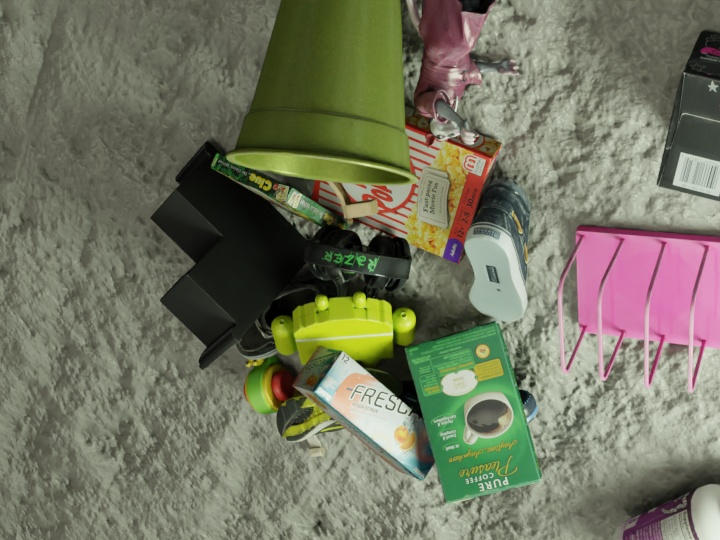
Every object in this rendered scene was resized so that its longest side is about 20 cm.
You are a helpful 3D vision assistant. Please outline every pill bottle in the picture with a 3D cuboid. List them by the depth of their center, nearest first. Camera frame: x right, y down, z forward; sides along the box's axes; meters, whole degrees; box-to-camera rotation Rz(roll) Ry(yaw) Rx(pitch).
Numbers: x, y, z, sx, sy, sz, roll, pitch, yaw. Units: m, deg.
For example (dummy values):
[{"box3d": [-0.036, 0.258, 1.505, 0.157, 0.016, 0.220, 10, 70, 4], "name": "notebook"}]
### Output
[{"box3d": [0.416, 0.330, 1.382, 0.112, 0.112, 0.200, 46, 128, -7], "name": "pill bottle"}]

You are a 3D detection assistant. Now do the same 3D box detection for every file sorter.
[{"box3d": [0.325, 0.049, 1.235, 0.200, 0.125, 0.139, 6, 123, 23], "name": "file sorter"}]

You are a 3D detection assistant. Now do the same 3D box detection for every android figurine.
[{"box3d": [-0.021, 0.076, 1.413, 0.182, 0.041, 0.200, -5, 154, 2], "name": "android figurine"}]

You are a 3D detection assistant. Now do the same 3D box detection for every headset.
[{"box3d": [0.000, 0.000, 1.330, 0.123, 0.200, 0.094, 10, 94, 9], "name": "headset"}]

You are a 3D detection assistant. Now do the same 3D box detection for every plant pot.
[{"box3d": [-0.030, -0.196, 1.163, 0.200, 0.200, 0.190, 5, 88, 24], "name": "plant pot"}]

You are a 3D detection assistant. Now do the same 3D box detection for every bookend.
[{"box3d": [-0.191, -0.021, 1.398, 0.199, 0.200, 0.092, 45, 135, -7], "name": "bookend"}]

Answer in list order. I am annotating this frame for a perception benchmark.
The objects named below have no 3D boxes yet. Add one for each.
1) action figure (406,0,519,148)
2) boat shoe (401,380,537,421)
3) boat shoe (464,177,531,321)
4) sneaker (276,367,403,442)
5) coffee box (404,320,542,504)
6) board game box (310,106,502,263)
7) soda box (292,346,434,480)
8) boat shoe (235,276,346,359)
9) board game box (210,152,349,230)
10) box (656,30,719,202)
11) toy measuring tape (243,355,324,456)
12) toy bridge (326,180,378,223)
[{"box3d": [0.084, -0.218, 1.178, 0.149, 0.134, 0.200, 22, 125, 13], "name": "action figure"}, {"box3d": [0.126, 0.171, 1.445, 0.200, 0.084, 0.069, -9, 113, 29], "name": "boat shoe"}, {"box3d": [0.169, -0.020, 1.312, 0.071, 0.091, 0.200, 15, 153, 18], "name": "boat shoe"}, {"box3d": [-0.021, 0.176, 1.523, 0.200, 0.085, 0.075, -20, 81, 30], "name": "sneaker"}, {"box3d": [0.138, 0.174, 1.377, 0.123, 0.044, 0.200, -18, 82, 10], "name": "coffee box"}, {"box3d": [0.050, -0.114, 1.319, 0.200, 0.046, 0.152, 23, 128, 13], "name": "board game box"}, {"box3d": [0.013, 0.178, 1.401, 0.200, 0.064, 0.068, 41, 164, -23], "name": "soda box"}, {"box3d": [-0.108, 0.059, 1.486, 0.200, 0.071, 0.072, -38, 76, 33], "name": "boat shoe"}, {"box3d": [-0.090, -0.086, 1.324, 0.105, 0.200, 0.024, 23, 88, 21], "name": "board game box"}, {"box3d": [0.405, -0.133, 1.084, 0.200, 0.115, 0.132, 17, 128, 18], "name": "box"}, {"box3d": [-0.113, 0.198, 1.591, 0.073, 0.074, 0.200, -13, 114, 32], "name": "toy measuring tape"}, {"box3d": [-0.029, -0.151, 1.271, 0.067, 0.027, 0.201, -6, 99, 19], "name": "toy bridge"}]
